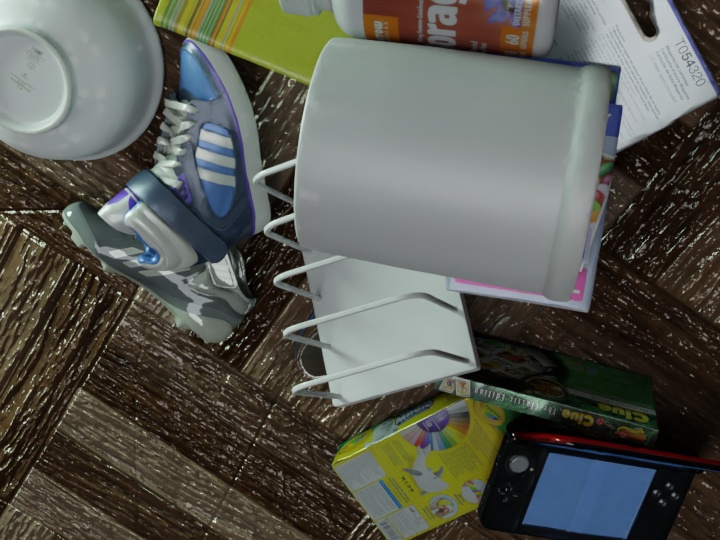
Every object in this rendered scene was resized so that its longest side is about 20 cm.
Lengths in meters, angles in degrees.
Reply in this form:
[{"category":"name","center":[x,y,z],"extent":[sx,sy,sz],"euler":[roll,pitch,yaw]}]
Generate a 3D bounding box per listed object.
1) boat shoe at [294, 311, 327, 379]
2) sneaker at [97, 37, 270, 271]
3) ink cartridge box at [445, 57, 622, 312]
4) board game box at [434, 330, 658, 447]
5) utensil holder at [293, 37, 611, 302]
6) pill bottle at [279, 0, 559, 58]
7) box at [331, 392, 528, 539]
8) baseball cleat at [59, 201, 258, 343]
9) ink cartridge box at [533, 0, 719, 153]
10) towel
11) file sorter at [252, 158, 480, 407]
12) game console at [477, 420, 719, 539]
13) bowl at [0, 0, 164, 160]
[{"category":"boat shoe","center":[0.007,0.047,1.024],"extent":[0.200,0.072,0.072],"euler":[-40,101,25]},{"category":"sneaker","center":[-0.168,-0.095,0.956],"extent":[0.146,0.081,0.201],"euler":[-25,120,-23]},{"category":"ink cartridge box","center":[0.142,-0.074,0.876],"extent":[0.119,0.042,0.201],"euler":[9,93,4]},{"category":"board game box","center":[0.171,0.104,0.996],"extent":[0.199,0.105,0.024],"euler":[15,111,6]},{"category":"utensil holder","center":[0.066,-0.075,0.782],"extent":[0.199,0.170,0.171],"euler":[9,116,8]},{"category":"pill bottle","center":[0.045,-0.218,0.780],"extent":[0.199,0.112,0.113],"euler":[7,116,8]},{"category":"box","center":[0.084,0.188,1.087],"extent":[0.200,0.048,0.117],"euler":[-29,105,24]},{"category":"baseball cleat","center":[-0.188,-0.020,1.050],"extent":[0.200,0.070,0.106],"euler":[40,103,-12]},{"category":"ink cartridge box","center":[0.164,-0.182,0.902],"extent":[0.200,0.043,0.197],"euler":[-28,106,19]},{"category":"towel","center":[-0.072,-0.212,0.929],"extent":[0.199,0.018,0.086],"euler":[23,80,1]},{"category":"file sorter","center":[0.000,0.000,0.925],"extent":[0.138,0.124,0.201],"euler":[-17,74,19]},{"category":"game console","center":[0.231,0.210,0.996],"extent":[0.199,0.119,0.173],"euler":[11,113,-11]},{"category":"bowl","center":[-0.286,-0.181,0.975],"extent":[0.200,0.090,0.202],"euler":[5,116,10]}]
